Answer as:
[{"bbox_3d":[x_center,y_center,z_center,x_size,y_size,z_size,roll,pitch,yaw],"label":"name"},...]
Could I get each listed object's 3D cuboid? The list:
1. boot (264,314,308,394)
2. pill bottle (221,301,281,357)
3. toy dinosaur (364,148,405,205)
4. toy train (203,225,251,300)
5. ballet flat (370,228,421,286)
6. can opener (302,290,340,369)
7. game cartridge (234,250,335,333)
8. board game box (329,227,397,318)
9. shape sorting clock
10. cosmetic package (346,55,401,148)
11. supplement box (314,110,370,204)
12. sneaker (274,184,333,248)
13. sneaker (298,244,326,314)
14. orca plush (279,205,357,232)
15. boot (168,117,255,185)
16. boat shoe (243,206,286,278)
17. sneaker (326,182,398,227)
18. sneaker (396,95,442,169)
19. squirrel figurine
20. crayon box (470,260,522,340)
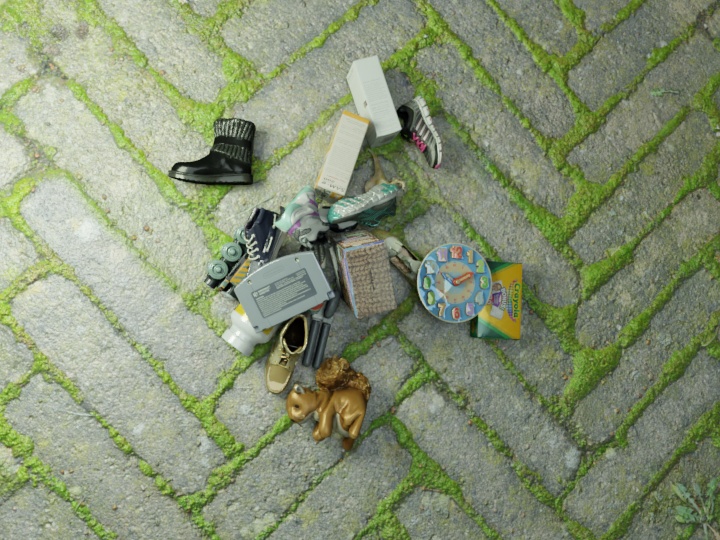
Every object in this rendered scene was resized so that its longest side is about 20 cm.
[{"bbox_3d":[-0.172,0.198,1.406,0.072,0.155,0.201,22,82,-8],"label":"boot"},{"bbox_3d":[-0.236,0.100,1.425,0.112,0.112,0.200,38,79,-5],"label":"pill bottle"},{"bbox_3d":[0.060,-0.220,1.540,0.100,0.058,0.201,2,84,-9],"label":"toy dinosaur"},{"bbox_3d":[-0.285,-0.024,1.447,0.114,0.085,0.200,39,79,-15],"label":"toy train"},{"bbox_3d":[0.105,-0.035,1.527,0.200,0.071,0.071,45,79,-4],"label":"ballet flat"},{"bbox_3d":[-0.099,0.142,1.476,0.052,0.066,0.201,15,87,-10],"label":"can opener"},{"bbox_3d":[-0.172,0.041,1.342,0.199,0.042,0.134,-25,94,3],"label":"game cartridge"},{"bbox_3d":[0.000,0.000,1.416,0.096,0.200,0.160,-14,107,-11],"label":"board game box"},{"bbox_3d":[0.237,0.030,1.502,0.199,0.039,0.201,2,83,-12],"label":"shape sorting clock"},{"bbox_3d":[0.033,-0.429,1.532,0.074,0.102,0.201,-19,88,-13],"label":"cosmetic package"},{"bbox_3d":[-0.051,-0.276,1.489,0.073,0.126,0.201,20,81,-9],"label":"supplement box"},{"bbox_3d":[-0.111,-0.110,1.395,0.140,0.200,0.078,42,123,-11],"label":"sneaker"},{"bbox_3d":[-0.118,0.019,1.460,0.070,0.094,0.200,2,44,-12],"label":"sneaker"},{"bbox_3d":[-0.106,-0.108,1.490,0.199,0.105,0.071,-4,124,-30],"label":"orca plush"},{"bbox_3d":[-0.357,-0.289,1.453,0.210,0.079,0.159,-2,92,-22],"label":"boot"},{"bbox_3d":[-0.240,-0.050,1.377,0.093,0.074,0.201,31,73,-41],"label":"boat shoe"},{"bbox_3d":[0.013,-0.140,1.467,0.199,0.078,0.092,-23,123,-21],"label":"sneaker"},{"bbox_3d":[0.149,-0.352,1.563,0.087,0.074,0.201,-17,83,-12],"label":"sneaker"},{"bbox_3d":[-0.077,0.308,1.444,0.186,0.142,0.201,19,67,2],"label":"squirrel figurine"},{"bbox_3d":[0.354,0.078,1.568,0.118,0.058,0.201,4,84,-10],"label":"crayon box"}]
